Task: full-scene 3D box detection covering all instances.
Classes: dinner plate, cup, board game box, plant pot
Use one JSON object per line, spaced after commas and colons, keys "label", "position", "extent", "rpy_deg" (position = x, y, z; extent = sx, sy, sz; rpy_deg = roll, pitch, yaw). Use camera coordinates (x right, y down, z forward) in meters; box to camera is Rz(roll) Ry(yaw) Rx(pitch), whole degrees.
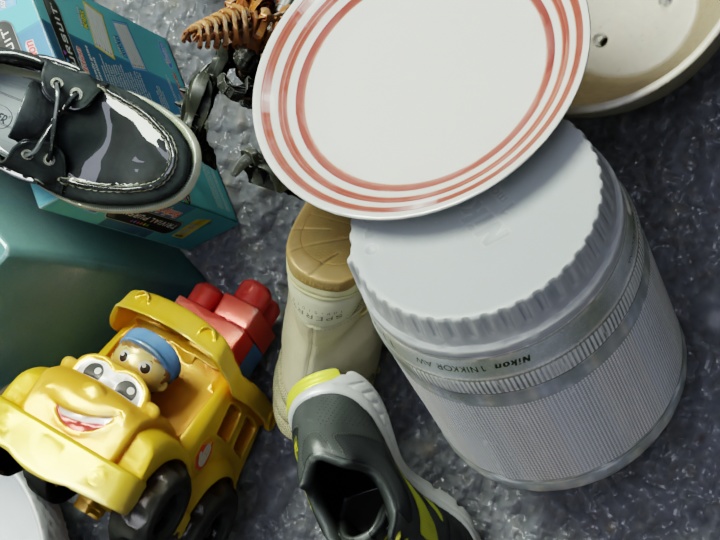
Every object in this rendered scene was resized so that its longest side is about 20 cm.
{"label": "dinner plate", "position": [0.034, -0.112, 0.914], "extent": [0.199, 0.024, 0.201], "rpy_deg": [-11, 59, 19]}
{"label": "cup", "position": [0.147, -0.180, 0.993], "extent": [0.199, 0.143, 0.202], "rpy_deg": [-2, 83, 21]}
{"label": "board game box", "position": [-0.165, -0.101, 1.070], "extent": [0.047, 0.200, 0.152], "rpy_deg": [-27, 75, 16]}
{"label": "plant pot", "position": [-0.232, -0.001, 1.083], "extent": [0.141, 0.200, 0.141], "rpy_deg": [-46, 71, 11]}

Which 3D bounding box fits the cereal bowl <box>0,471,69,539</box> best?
{"label": "cereal bowl", "position": [-0.285, 0.206, 1.141], "extent": [0.199, 0.083, 0.201], "rpy_deg": [-2, 83, 20]}

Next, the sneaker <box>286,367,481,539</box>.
{"label": "sneaker", "position": [0.011, 0.157, 0.995], "extent": [0.074, 0.085, 0.200], "rpy_deg": [-27, 115, 20]}

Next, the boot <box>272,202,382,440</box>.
{"label": "boot", "position": [0.000, 0.000, 1.054], "extent": [0.072, 0.200, 0.156], "rpy_deg": [17, 131, 10]}

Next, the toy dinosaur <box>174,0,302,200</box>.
{"label": "toy dinosaur", "position": [-0.067, -0.126, 1.034], "extent": [0.102, 0.200, 0.136], "rpy_deg": [22, 93, 41]}

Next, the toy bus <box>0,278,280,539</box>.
{"label": "toy bus", "position": [-0.126, 0.080, 1.040], "extent": [0.135, 0.200, 0.193], "rpy_deg": [29, 80, 19]}

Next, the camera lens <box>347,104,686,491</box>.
{"label": "camera lens", "position": [0.095, 0.021, 0.945], "extent": [0.159, 0.200, 0.161], "rpy_deg": [-13, 52, 16]}

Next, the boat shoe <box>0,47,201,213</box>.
{"label": "boat shoe", "position": [-0.186, -0.087, 0.932], "extent": [0.199, 0.066, 0.075], "rpy_deg": [26, 92, 21]}
